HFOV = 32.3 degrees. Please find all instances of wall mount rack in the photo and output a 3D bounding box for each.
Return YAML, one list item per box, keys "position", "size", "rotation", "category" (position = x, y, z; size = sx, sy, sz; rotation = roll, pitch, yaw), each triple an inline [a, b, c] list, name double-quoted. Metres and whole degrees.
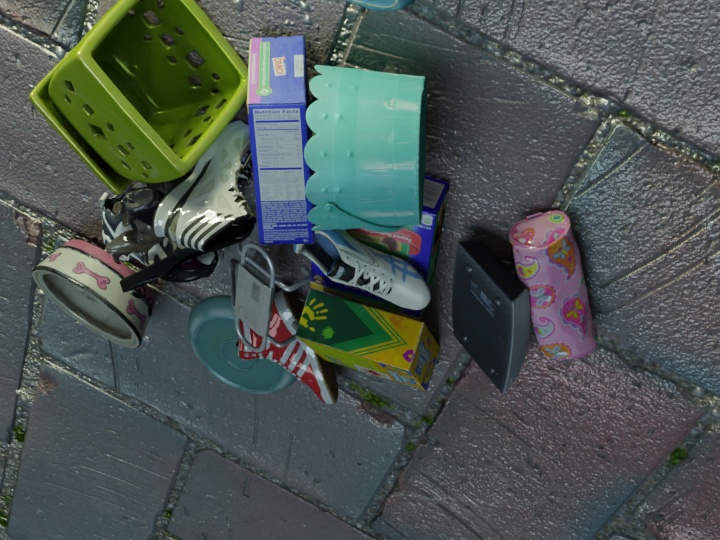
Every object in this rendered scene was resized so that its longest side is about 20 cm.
- position: [-0.148, 0.011, 1.761]
  size: [0.173, 0.074, 0.201]
  rotation: [39, 140, 25]
  category: "wall mount rack"

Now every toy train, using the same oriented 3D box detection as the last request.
- position: [-0.175, -0.123, 1.703]
  size: [0.046, 0.034, 0.201]
  rotation: [34, 122, -6]
  category: "toy train"

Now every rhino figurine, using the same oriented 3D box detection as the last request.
- position: [-0.293, -0.074, 1.719]
  size: [0.087, 0.060, 0.201]
  rotation: [9, 132, -37]
  category: "rhino figurine"

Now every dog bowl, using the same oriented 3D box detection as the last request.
- position: [-0.403, 0.032, 1.915]
  size: [0.198, 0.074, 0.201]
  rotation: [28, 158, 12]
  category: "dog bowl"

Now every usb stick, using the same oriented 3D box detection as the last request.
- position: [-0.252, -0.071, 1.637]
  size: [0.055, 0.033, 0.200]
  rotation: [-18, 165, 11]
  category: "usb stick"

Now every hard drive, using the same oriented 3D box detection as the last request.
- position: [0.174, 0.059, 1.656]
  size: [0.135, 0.042, 0.201]
  rotation: [51, 157, 34]
  category: "hard drive"

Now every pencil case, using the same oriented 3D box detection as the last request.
- position: [0.251, 0.022, 1.608]
  size: [0.086, 0.088, 0.202]
  rotation: [-1, 129, 27]
  category: "pencil case"

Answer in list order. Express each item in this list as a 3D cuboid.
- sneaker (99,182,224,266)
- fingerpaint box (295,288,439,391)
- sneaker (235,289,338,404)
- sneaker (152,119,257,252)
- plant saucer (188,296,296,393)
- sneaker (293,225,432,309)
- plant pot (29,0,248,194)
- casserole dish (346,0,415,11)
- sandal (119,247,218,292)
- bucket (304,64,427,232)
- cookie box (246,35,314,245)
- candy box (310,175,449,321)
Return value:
- position: [-0.298, -0.066, 1.807]
  size: [0.197, 0.080, 0.130]
  rotation: [19, 145, 25]
  category: "sneaker"
- position: [0.015, 0.098, 1.733]
  size: [0.165, 0.074, 0.200]
  rotation: [16, 170, 14]
  category: "fingerpaint box"
- position: [-0.115, 0.129, 1.874]
  size: [0.111, 0.071, 0.202]
  rotation: [-22, 112, 12]
  category: "sneaker"
- position: [-0.164, -0.098, 1.582]
  size: [0.114, 0.201, 0.076]
  rotation: [25, 151, 17]
  category: "sneaker"
- position: [-0.188, 0.126, 1.962]
  size: [0.198, 0.028, 0.202]
  rotation: [14, 133, 15]
  category: "plant saucer"
- position: [0.000, 0.000, 1.612]
  size: [0.198, 0.073, 0.072]
  rotation: [30, 135, -2]
  category: "sneaker"
- position: [-0.286, -0.228, 1.582]
  size: [0.180, 0.200, 0.200]
  rotation: [-19, 120, 45]
  category: "plant pot"
- position: [0.014, -0.375, 1.403]
  size: [0.120, 0.039, 0.202]
  rotation: [16, 133, 13]
  category: "casserole dish"
- position: [-0.249, -0.002, 1.753]
  size: [0.199, 0.075, 0.048]
  rotation: [-24, 89, 27]
  category: "sandal"
- position: [0.010, -0.144, 1.493]
  size: [0.133, 0.209, 0.209]
  rotation: [3, 132, 6]
  category: "bucket"
- position: [-0.097, -0.162, 1.541]
  size: [0.074, 0.172, 0.202]
  rotation: [-2, 126, -1]
  category: "cookie box"
- position: [0.022, -0.044, 1.667]
  size: [0.167, 0.077, 0.201]
  rotation: [17, 136, 12]
  category: "candy box"
